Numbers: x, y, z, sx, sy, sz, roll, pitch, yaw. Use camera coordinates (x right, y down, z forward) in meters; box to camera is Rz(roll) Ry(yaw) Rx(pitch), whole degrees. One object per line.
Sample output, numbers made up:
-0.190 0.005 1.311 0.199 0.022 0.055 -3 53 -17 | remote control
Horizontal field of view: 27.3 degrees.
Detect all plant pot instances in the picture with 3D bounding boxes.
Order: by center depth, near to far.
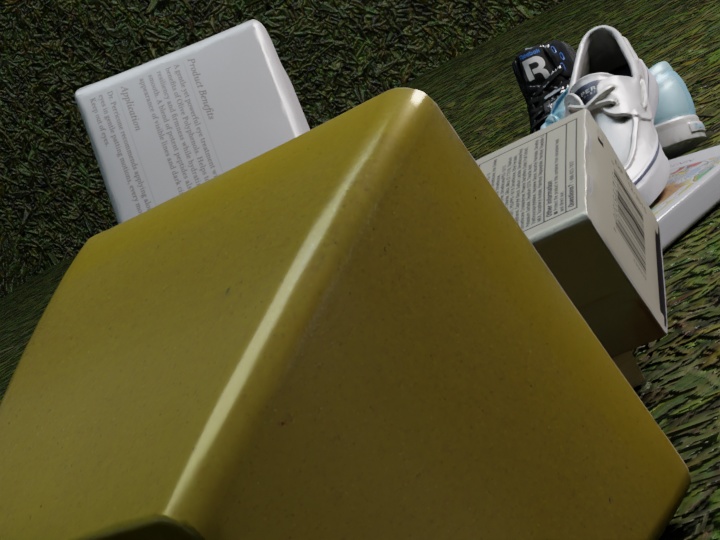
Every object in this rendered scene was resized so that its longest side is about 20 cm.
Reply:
-0.030 0.088 0.546 0.199 0.200 0.177 -21 24 40 | plant pot

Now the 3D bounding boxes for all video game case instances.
0.155 -0.022 1.011 0.200 0.023 0.182 -37 12 -33 | video game case

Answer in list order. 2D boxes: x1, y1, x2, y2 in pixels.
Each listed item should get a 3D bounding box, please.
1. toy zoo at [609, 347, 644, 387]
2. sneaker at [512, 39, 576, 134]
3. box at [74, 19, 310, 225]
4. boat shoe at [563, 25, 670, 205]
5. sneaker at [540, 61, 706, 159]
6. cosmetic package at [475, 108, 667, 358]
0.063 0.070 0.820 0.131 0.021 0.200 -31 10 -6 | toy zoo
0.165 -0.141 1.313 0.073 0.112 0.200 -26 11 25 | sneaker
-0.115 -0.068 1.274 0.171 0.200 0.200 -22 -14 2 | box
0.166 -0.103 1.021 0.073 0.065 0.200 -26 27 21 | boat shoe
0.167 -0.103 1.162 0.199 0.082 0.074 -20 -12 22 | sneaker
0.050 0.013 0.770 0.199 0.087 0.104 -24 31 25 | cosmetic package
